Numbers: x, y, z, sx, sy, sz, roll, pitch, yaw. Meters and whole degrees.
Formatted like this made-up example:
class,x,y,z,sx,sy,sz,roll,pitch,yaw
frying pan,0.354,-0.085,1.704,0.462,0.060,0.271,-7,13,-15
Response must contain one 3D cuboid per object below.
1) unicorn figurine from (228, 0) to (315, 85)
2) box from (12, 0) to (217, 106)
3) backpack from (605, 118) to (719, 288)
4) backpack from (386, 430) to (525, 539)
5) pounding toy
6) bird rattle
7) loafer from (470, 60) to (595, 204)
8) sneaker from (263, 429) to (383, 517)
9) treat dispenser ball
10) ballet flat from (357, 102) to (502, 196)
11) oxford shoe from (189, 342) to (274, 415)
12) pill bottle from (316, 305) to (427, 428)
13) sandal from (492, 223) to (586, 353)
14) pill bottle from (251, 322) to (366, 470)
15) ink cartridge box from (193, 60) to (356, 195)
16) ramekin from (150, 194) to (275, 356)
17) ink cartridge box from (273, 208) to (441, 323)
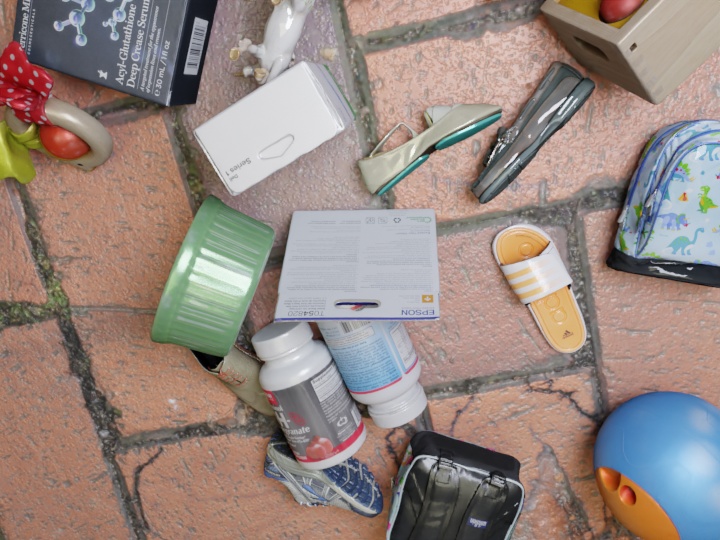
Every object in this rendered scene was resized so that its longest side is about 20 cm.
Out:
class,x,y,z,sx,sy,sz,roll,pitch,yaw
unicorn figurine,-0.100,-0.268,0.711,0.074,0.137,0.200,43,120,-4
box,-0.296,-0.304,0.759,0.199,0.107,0.149,17,107,0
backpack,0.410,-0.085,0.764,0.162,0.154,0.201,11,94,8
backpack,0.127,0.342,0.890,0.177,0.151,0.201,15,99,2
pounding toy,0.287,-0.307,0.685,0.184,0.200,0.142,-45,127,14
bird rattle,-0.392,-0.189,0.779,0.162,0.113,0.200,21,148,-28
loafer,0.206,-0.174,0.788,0.063,0.072,0.200,45,98,12
sneaker,-0.059,0.323,0.948,0.199,0.077,0.085,30,116,3
treat dispenser ball,0.413,0.262,0.819,0.200,0.201,0.202,1,106,4
ballet flat,0.082,-0.172,0.794,0.199,0.070,0.070,-32,102,12
oxford shoe,-0.188,0.146,0.896,0.070,0.075,0.200,-42,99,14
pill bottle,0.017,0.110,0.854,0.108,0.109,0.201,-21,103,10
sandal,0.255,0.030,0.839,0.079,0.059,0.207,-31,102,12
pill bottle,-0.076,0.168,0.877,0.110,0.111,0.201,-20,104,10
ink cartridge box,-0.090,-0.173,0.733,0.144,0.200,0.084,-29,103,11
ramekin,-0.184,0.013,0.799,0.097,0.200,0.201,21,107,-10
ink cartridge box,0.000,0.000,0.782,0.198,0.201,0.041,0,135,5
